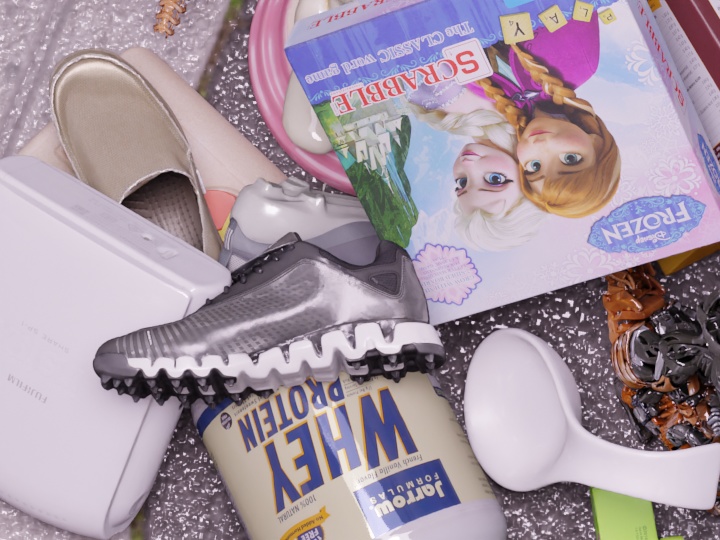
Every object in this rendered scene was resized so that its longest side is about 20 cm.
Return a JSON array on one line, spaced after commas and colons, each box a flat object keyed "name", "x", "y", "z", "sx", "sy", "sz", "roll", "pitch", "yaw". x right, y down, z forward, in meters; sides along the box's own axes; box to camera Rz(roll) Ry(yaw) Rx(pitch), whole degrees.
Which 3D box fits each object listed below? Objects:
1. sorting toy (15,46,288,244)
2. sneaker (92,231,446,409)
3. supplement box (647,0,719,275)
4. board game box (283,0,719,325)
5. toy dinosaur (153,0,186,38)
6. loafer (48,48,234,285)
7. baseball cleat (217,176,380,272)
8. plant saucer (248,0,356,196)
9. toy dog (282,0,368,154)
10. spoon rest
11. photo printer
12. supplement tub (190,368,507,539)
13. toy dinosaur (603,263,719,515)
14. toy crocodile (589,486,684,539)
[{"name": "sorting toy", "x": -0.146, "y": -0.024, "z": 1.782, "sx": 0.185, "sy": 0.036, "sz": 0.200, "roll": 43, "pitch": 77, "yaw": 12}, {"name": "sneaker", "x": -0.055, "y": 0.025, "z": 1.603, "sx": 0.200, "sy": 0.066, "sz": 0.091, "roll": -7, "pitch": 72, "yaw": 0}, {"name": "supplement box", "x": 0.222, "y": -0.138, "z": 1.713, "sx": 0.133, "sy": 0.197, "sz": 0.200, "roll": -25, "pitch": 79, "yaw": -23}, {"name": "board game box", "x": 0.087, "y": -0.081, "z": 1.605, "sx": 0.200, "sy": 0.041, "sz": 0.200, "roll": -18, "pitch": 116, "yaw": 23}, {"name": "toy dinosaur", "x": -0.093, "y": -0.246, "z": 1.800, "sx": 0.102, "sy": 0.136, "sz": 0.200, "roll": 41, "pitch": 77, "yaw": 11}, {"name": "loafer", "x": -0.133, "y": -0.056, "z": 1.739, "sx": 0.076, "sy": 0.068, "sz": 0.200, "roll": -29, "pitch": 77, "yaw": -6}, {"name": "baseball cleat", "x": 0.000, "y": 0.000, "z": 1.748, "sx": 0.200, "sy": 0.070, "sz": 0.107, "roll": 12, "pitch": 106, "yaw": -26}, {"name": "plant saucer", "x": 0.027, "y": -0.145, "z": 1.813, "sx": 0.200, "sy": 0.051, "sz": 0.201, "roll": 0, "pitch": 73, "yaw": 1}, {"name": "toy dog", "x": 0.029, "y": -0.174, "z": 1.691, "sx": 0.139, "sy": 0.200, "sz": 0.194, "roll": 8, "pitch": 73, "yaw": 2}, {"name": "spoon rest", "x": 0.125, "y": 0.096, "z": 1.683, "sx": 0.061, "sy": 0.200, "sz": 0.100, "roll": -4, "pitch": 105, "yaw": -39}, {"name": "photo printer", "x": -0.181, "y": 0.054, "z": 1.695, "sx": 0.166, "sy": 0.069, "sz": 0.200, "roll": 31, "pitch": 115, "yaw": 16}, {"name": "supplement tub", "x": -0.001, "y": 0.133, "z": 1.676, "sx": 0.145, "sy": 0.145, "sz": 0.200, "roll": -25, "pitch": 74, "yaw": -7}, {"name": "toy dinosaur", "x": 0.194, "y": 0.054, "z": 1.689, "sx": 0.200, "sy": 0.136, "sz": 0.102, "roll": 48, "pitch": 55, "yaw": -22}, {"name": "toy crocodile", "x": 0.173, "y": 0.220, "z": 1.699, "sx": 0.067, "sy": 0.062, "sz": 0.200, "roll": -12, "pitch": 68, "yaw": -3}]
